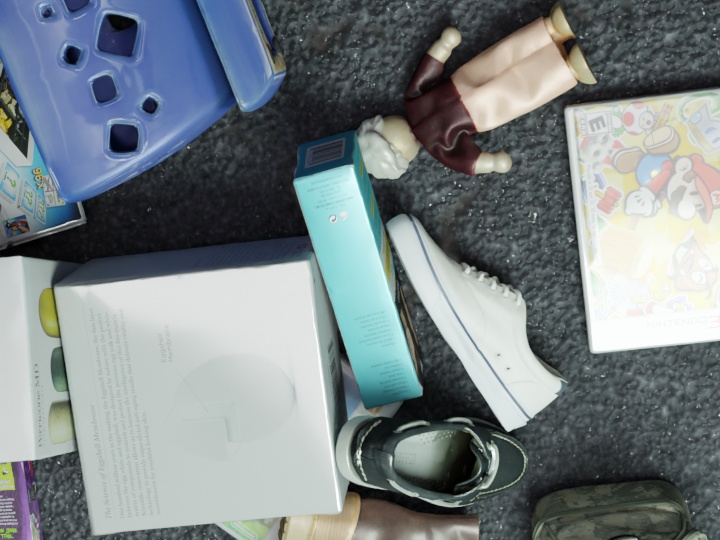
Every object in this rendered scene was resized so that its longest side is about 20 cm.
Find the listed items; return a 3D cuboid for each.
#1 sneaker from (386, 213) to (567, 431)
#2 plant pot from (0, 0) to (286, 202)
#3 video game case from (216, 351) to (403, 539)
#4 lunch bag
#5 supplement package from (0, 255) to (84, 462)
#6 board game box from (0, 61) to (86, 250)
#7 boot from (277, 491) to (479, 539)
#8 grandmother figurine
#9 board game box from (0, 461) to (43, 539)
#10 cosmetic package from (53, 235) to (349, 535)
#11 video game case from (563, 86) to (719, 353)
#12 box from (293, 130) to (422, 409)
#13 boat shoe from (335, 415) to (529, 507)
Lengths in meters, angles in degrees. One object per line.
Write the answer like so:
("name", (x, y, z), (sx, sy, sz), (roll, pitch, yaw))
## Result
("sneaker", (0.094, 0.030, 1.310), (0.071, 0.073, 0.201), (-34, 104, 2))
("plant pot", (-0.164, -0.180, 1.234), (0.179, 0.200, 0.201), (-21, 97, 3))
("video game case", (-0.095, 0.122, 1.365), (0.199, 0.022, 0.183), (35, 102, -1))
("lunch bag", (0.210, 0.283, 1.286), (0.138, 0.168, 0.201), (-6, 100, 7))
("supplement package", (-0.297, 0.072, 1.274), (0.150, 0.200, 0.153), (-5, 87, 7))
("board game box", (-0.310, -0.116, 1.316), (0.126, 0.035, 0.201), (-18, 98, -16))
("boot", (0.004, 0.276, 1.358), (0.165, 0.072, 0.201), (8, 117, -10))
("grandmother figurine", (0.083, -0.128, 1.286), (0.199, 0.061, 0.122), (-26, 69, 13))
("board game box", (-0.376, 0.196, 1.406), (0.198, 0.032, 0.121), (-4, 96, 8))
("cosmetic package", (-0.118, 0.087, 1.287), (0.198, 0.123, 0.201), (-6, 100, 5))
("video game case", (0.261, -0.041, 1.297), (0.181, 0.023, 0.201), (-6, 99, 7))
("box", (0.000, 0.000, 1.280), (0.049, 0.082, 0.201), (-14, 113, 7))
("boat shoe", (0.071, 0.151, 1.274), (0.060, 0.199, 0.076), (4, 90, 47))
